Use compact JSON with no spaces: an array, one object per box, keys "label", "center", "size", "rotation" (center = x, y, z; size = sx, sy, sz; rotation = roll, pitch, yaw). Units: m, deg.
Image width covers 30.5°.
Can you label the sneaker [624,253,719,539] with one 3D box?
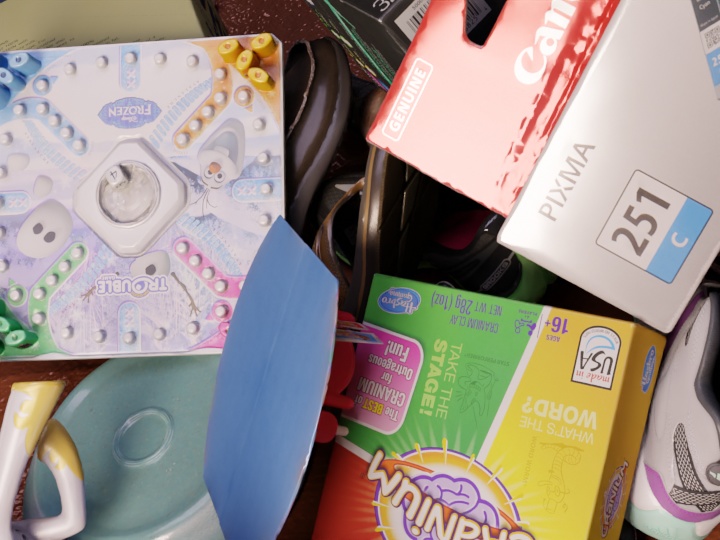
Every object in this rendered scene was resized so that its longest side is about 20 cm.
[{"label":"sneaker","center":[0.190,0.025,0.649],"size":[0.077,0.140,0.201],"rotation":[19,54,-6]}]

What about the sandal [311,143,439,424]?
[{"label":"sandal","center":[0.000,0.000,0.742],"size":[0.054,0.202,0.082],"rotation":[19,29,19]}]

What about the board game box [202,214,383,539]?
[{"label":"board game box","center":[-0.035,0.065,0.694],"size":[0.200,0.039,0.160],"rotation":[-134,60,-68]}]

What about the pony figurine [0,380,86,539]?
[{"label":"pony figurine","center":[-0.235,0.165,0.720],"size":[0.191,0.167,0.202],"rotation":[-3,85,6]}]

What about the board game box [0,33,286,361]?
[{"label":"board game box","center":[-0.146,-0.048,0.825],"size":[0.198,0.026,0.202],"rotation":[-2,81,7]}]

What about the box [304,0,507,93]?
[{"label":"box","center":[0.059,-0.175,0.773],"size":[0.149,0.124,0.200],"rotation":[-44,30,1]}]

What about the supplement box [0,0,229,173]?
[{"label":"supplement box","center":[-0.187,-0.122,0.967],"size":[0.199,0.135,0.201],"rotation":[-26,46,3]}]

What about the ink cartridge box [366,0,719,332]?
[{"label":"ink cartridge box","center":[0.113,-0.101,0.600],"size":[0.175,0.201,0.045],"rotation":[29,20,7]}]

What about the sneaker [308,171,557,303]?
[{"label":"sneaker","center":[0.038,-0.037,0.815],"size":[0.199,0.084,0.077],"rotation":[15,60,45]}]

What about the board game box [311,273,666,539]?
[{"label":"board game box","center":[0.053,0.113,0.649],"size":[0.152,0.040,0.202],"rotation":[10,84,36]}]

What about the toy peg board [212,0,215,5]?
[{"label":"toy peg board","center":[-0.257,-0.273,1.101],"size":[0.198,0.201,0.098],"rotation":[-28,30,0]}]

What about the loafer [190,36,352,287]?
[{"label":"loafer","center":[-0.062,-0.068,0.859],"size":[0.073,0.071,0.202],"rotation":[-17,54,65]}]

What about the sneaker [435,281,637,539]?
[{"label":"sneaker","center":[0.074,0.086,0.704],"size":[0.073,0.080,0.200],"rotation":[-32,47,-7]}]

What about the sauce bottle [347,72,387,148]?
[{"label":"sauce bottle","center":[0.047,-0.091,0.880],"size":[0.199,0.065,0.065],"rotation":[23,64,39]}]

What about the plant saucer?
[{"label":"plant saucer","center":[-0.127,0.110,0.808],"size":[0.198,0.036,0.201],"rotation":[-14,47,15]}]
